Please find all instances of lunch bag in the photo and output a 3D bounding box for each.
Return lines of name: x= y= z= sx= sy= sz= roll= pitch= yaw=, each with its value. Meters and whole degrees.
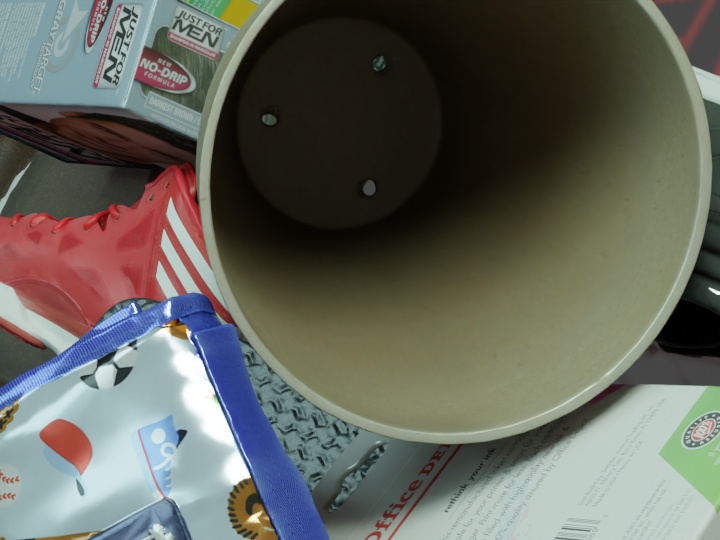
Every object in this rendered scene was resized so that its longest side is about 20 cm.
lunch bag: x=-0.080 y=0.122 z=0.870 sx=0.200 sy=0.124 sz=0.170 roll=-40 pitch=70 yaw=45

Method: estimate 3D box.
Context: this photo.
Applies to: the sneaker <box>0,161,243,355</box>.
sneaker: x=-0.121 y=-0.012 z=1.148 sx=0.200 sy=0.078 sz=0.116 roll=33 pitch=97 yaw=28

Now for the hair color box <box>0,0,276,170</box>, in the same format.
hair color box: x=-0.122 y=-0.091 z=1.160 sx=0.200 sy=0.099 sz=0.061 roll=6 pitch=77 yaw=52

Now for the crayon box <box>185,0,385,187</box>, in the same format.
crayon box: x=-0.031 y=-0.131 z=1.209 sx=0.126 sy=0.052 sz=0.200 roll=-57 pitch=38 yaw=-1

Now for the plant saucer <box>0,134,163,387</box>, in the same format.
plant saucer: x=-0.158 y=-0.019 z=1.269 sx=0.200 sy=0.032 sz=0.201 roll=-23 pitch=54 yaw=36

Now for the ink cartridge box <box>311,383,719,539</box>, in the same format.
ink cartridge box: x=0.068 y=0.103 z=0.888 sx=0.200 sy=0.067 sz=0.117 roll=-1 pitch=40 yaw=47

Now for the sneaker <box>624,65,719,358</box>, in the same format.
sneaker: x=0.116 y=-0.027 z=0.954 sx=0.200 sy=0.071 sz=0.099 roll=25 pitch=77 yaw=48

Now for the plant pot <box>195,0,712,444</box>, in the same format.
plant pot: x=0.013 y=-0.048 z=0.933 sx=0.188 sy=0.187 sz=0.200 roll=-55 pitch=17 yaw=1

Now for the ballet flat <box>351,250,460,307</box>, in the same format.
ballet flat: x=0.000 y=0.000 z=1.068 sx=0.200 sy=0.063 sz=0.069 roll=21 pitch=81 yaw=52

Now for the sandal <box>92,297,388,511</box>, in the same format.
sandal: x=-0.035 y=0.071 z=1.043 sx=0.200 sy=0.048 sz=0.075 roll=30 pitch=85 yaw=30
